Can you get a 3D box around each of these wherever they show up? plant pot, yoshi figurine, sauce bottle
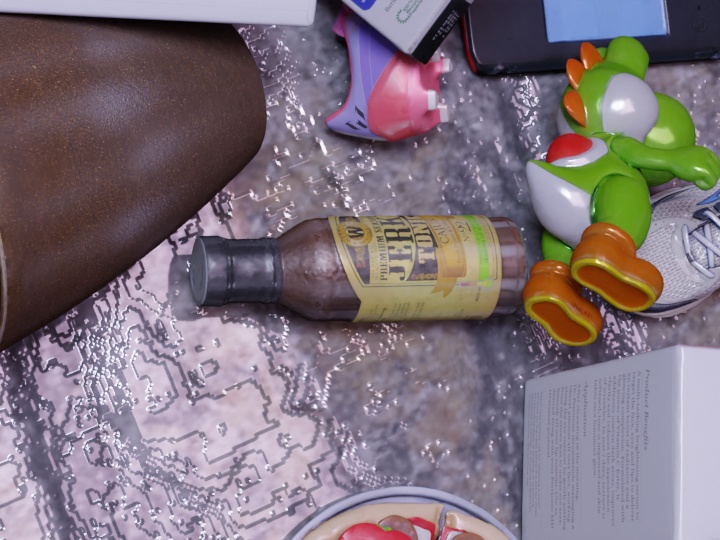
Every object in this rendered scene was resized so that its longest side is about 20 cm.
[{"bbox_3d":[-0.156,-0.073,0.931,0.199,0.187,0.188,-24,89,-34],"label":"plant pot"},{"bbox_3d":[0.164,-0.051,1.052,0.111,0.112,0.201,5,55,14],"label":"yoshi figurine"},{"bbox_3d":[0.000,0.000,1.019,0.198,0.065,0.065,-2,82,-20],"label":"sauce bottle"}]

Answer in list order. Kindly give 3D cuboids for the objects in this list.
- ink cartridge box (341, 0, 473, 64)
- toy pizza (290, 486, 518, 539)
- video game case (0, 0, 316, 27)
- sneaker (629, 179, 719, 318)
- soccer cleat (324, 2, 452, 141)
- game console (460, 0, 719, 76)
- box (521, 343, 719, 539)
[{"bbox_3d":[-0.006,-0.218,1.020,0.200,0.037,0.095,42,100,22],"label":"ink cartridge box"},{"bbox_3d":[0.030,0.228,1.010,0.198,0.032,0.202,3,80,-18],"label":"toy pizza"},{"bbox_3d":[-0.142,-0.172,0.946,0.198,0.182,0.024,0,113,-19],"label":"video game case"},{"bbox_3d":[0.246,-0.035,1.097,0.199,0.085,0.078,-28,90,-20],"label":"sneaker"},{"bbox_3d":[0.018,-0.177,1.054,0.076,0.067,0.202,-2,78,15],"label":"soccer cleat"},{"bbox_3d":[0.150,-0.221,1.124,0.198,0.031,0.179,-6,83,-19],"label":"game console"},{"bbox_3d":[0.200,0.110,0.997,0.151,0.200,0.107,6,79,-18],"label":"box"}]
